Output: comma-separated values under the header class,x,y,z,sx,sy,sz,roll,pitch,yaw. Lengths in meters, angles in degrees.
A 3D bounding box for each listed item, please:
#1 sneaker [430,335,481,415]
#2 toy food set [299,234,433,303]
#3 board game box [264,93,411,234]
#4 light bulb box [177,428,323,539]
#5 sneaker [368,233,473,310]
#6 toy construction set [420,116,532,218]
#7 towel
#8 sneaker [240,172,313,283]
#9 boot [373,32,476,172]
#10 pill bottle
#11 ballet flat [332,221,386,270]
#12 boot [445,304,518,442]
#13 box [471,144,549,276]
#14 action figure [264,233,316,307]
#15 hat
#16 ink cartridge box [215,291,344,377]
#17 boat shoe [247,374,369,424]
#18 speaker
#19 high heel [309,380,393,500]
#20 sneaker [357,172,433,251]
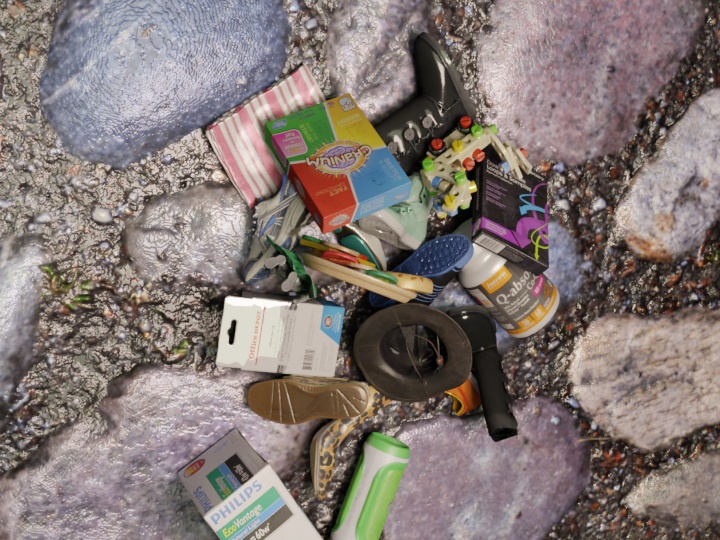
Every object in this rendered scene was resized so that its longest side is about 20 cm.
class,x,y,z,sx,sy,sz,roll,pitch,yaw
sneaker,0.143,0.164,1.696,0.077,0.073,0.202,-32,106,-4
toy food set,0.000,0.000,1.527,0.196,0.199,0.049,21,89,-41
board game box,-0.036,-0.165,1.500,0.151,0.041,0.201,-23,61,-19
light bulb box,-0.164,0.382,1.546,0.124,0.198,0.202,-36,110,-13
sneaker,0.110,0.013,1.627,0.198,0.071,0.078,-31,142,22
toy construction set,0.176,-0.168,1.576,0.198,0.131,0.093,-28,141,-24
towel,-0.129,-0.210,1.558,0.199,0.030,0.148,-35,109,-12
sneaker,-0.134,-0.069,1.554,0.085,0.077,0.201,42,108,17
boot,0.071,-0.260,1.603,0.199,0.066,0.166,-37,107,-7
pill bottle,0.237,0.010,1.682,0.200,0.116,0.117,44,83,-21
ballet flat,-0.017,-0.075,1.608,0.200,0.069,0.070,43,83,-20
boot,0.203,0.171,1.639,0.164,0.065,0.203,30,49,-57
box,0.250,-0.104,1.650,0.141,0.036,0.202,25,48,-23
action figure,-0.101,0.012,1.522,0.054,0.200,0.119,-34,80,0
hat,0.089,0.116,1.616,0.197,0.081,0.203,7,123,10
ink cartridge box,-0.134,0.099,1.583,0.197,0.068,0.118,8,96,-22
boat shoe,-0.083,0.206,1.601,0.196,0.063,0.075,2,100,7
speaker,0.016,0.381,1.674,0.087,0.088,0.203,20,91,-22
high heel,-0.010,0.282,1.653,0.140,0.071,0.204,5,88,-14
sneaker,0.058,-0.108,1.577,0.200,0.073,0.120,26,77,-65
